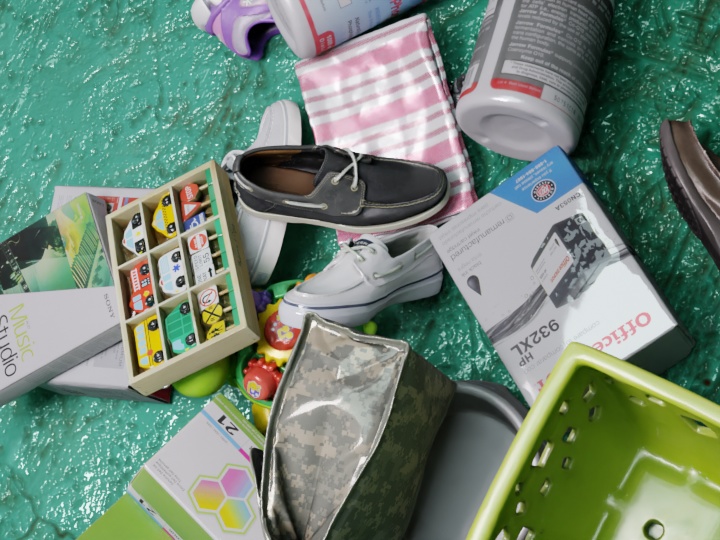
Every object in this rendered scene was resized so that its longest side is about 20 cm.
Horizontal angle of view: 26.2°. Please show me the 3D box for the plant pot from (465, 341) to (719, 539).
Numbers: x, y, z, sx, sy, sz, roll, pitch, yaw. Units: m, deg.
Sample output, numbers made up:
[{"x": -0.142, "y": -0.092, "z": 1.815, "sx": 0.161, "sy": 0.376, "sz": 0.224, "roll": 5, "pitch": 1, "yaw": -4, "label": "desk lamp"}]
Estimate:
[{"x": 0.226, "y": 0.196, "z": 1.216, "sx": 0.199, "sy": 0.181, "sz": 0.200, "roll": 27, "pitch": 87, "yaw": 27, "label": "plant pot"}]

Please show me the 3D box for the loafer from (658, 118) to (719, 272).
[{"x": 0.319, "y": -0.049, "z": 1.319, "sx": 0.071, "sy": 0.073, "sz": 0.201, "roll": -27, "pitch": 70, "yaw": 3, "label": "loafer"}]

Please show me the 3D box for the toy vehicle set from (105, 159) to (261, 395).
[{"x": -0.164, "y": 0.004, "z": 1.408, "sx": 0.124, "sy": 0.027, "sz": 0.201, "roll": -27, "pitch": 51, "yaw": 15, "label": "toy vehicle set"}]

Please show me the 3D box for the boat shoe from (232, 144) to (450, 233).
[{"x": -0.018, "y": -0.080, "z": 1.407, "sx": 0.199, "sy": 0.068, "sz": 0.072, "roll": 3, "pitch": 61, "yaw": 6, "label": "boat shoe"}]

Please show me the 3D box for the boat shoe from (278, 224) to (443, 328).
[{"x": 0.000, "y": 0.000, "z": 1.365, "sx": 0.073, "sy": 0.200, "sz": 0.067, "roll": 14, "pitch": 110, "yaw": 34, "label": "boat shoe"}]

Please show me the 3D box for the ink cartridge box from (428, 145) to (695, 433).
[{"x": 0.174, "y": 0.018, "z": 1.347, "sx": 0.145, "sy": 0.084, "sz": 0.200, "roll": -35, "pitch": 64, "yaw": 10, "label": "ink cartridge box"}]

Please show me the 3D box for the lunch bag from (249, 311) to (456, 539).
[{"x": -0.014, "y": 0.156, "z": 1.277, "sx": 0.117, "sy": 0.164, "sz": 0.201, "roll": 16, "pitch": 81, "yaw": 21, "label": "lunch bag"}]

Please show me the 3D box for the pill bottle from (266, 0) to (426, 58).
[{"x": 0.008, "y": -0.292, "z": 1.480, "sx": 0.199, "sy": 0.109, "sz": 0.109, "roll": -26, "pitch": 64, "yaw": -6, "label": "pill bottle"}]

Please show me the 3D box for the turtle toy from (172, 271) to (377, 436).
[{"x": -0.082, "y": 0.072, "z": 1.419, "sx": 0.199, "sy": 0.101, "sz": 0.146, "roll": -14, "pitch": 69, "yaw": 6, "label": "turtle toy"}]

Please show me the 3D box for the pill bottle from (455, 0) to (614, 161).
[{"x": 0.165, "y": -0.211, "z": 1.397, "sx": 0.113, "sy": 0.114, "sz": 0.201, "roll": 9, "pitch": 70, "yaw": 26, "label": "pill bottle"}]

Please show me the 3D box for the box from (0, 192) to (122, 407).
[{"x": -0.315, "y": 0.033, "z": 1.490, "sx": 0.199, "sy": 0.036, "sz": 0.145, "roll": -28, "pitch": 66, "yaw": 15, "label": "box"}]

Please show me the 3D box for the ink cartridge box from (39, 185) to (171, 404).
[{"x": -0.226, "y": 0.024, "z": 1.520, "sx": 0.175, "sy": 0.084, "sz": 0.201, "roll": 3, "pitch": 76, "yaw": 25, "label": "ink cartridge box"}]

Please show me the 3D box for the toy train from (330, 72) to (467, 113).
[{"x": 0.049, "y": -0.167, "z": 1.488, "sx": 0.199, "sy": 0.034, "sz": 0.046, "roll": 6, "pitch": 88, "yaw": 25, "label": "toy train"}]

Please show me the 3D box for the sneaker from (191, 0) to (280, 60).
[{"x": -0.073, "y": -0.287, "z": 1.556, "sx": 0.200, "sy": 0.080, "sz": 0.089, "roll": -40, "pitch": 70, "yaw": 13, "label": "sneaker"}]

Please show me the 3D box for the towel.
[{"x": 0.022, "y": -0.130, "z": 1.464, "sx": 0.146, "sy": 0.030, "sz": 0.201, "roll": -18, "pitch": 80, "yaw": 22, "label": "towel"}]

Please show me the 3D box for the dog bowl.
[{"x": 0.082, "y": 0.188, "z": 1.352, "sx": 0.199, "sy": 0.059, "sz": 0.201, "roll": -7, "pitch": 73, "yaw": 22, "label": "dog bowl"}]

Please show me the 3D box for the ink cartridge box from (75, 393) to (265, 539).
[{"x": -0.147, "y": 0.232, "z": 1.346, "sx": 0.148, "sy": 0.076, "sz": 0.200, "roll": 45, "pitch": 55, "yaw": 3, "label": "ink cartridge box"}]

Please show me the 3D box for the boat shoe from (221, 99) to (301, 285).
[{"x": -0.104, "y": -0.082, "z": 1.485, "sx": 0.068, "sy": 0.072, "sz": 0.201, "roll": 16, "pitch": 68, "yaw": -15, "label": "boat shoe"}]
